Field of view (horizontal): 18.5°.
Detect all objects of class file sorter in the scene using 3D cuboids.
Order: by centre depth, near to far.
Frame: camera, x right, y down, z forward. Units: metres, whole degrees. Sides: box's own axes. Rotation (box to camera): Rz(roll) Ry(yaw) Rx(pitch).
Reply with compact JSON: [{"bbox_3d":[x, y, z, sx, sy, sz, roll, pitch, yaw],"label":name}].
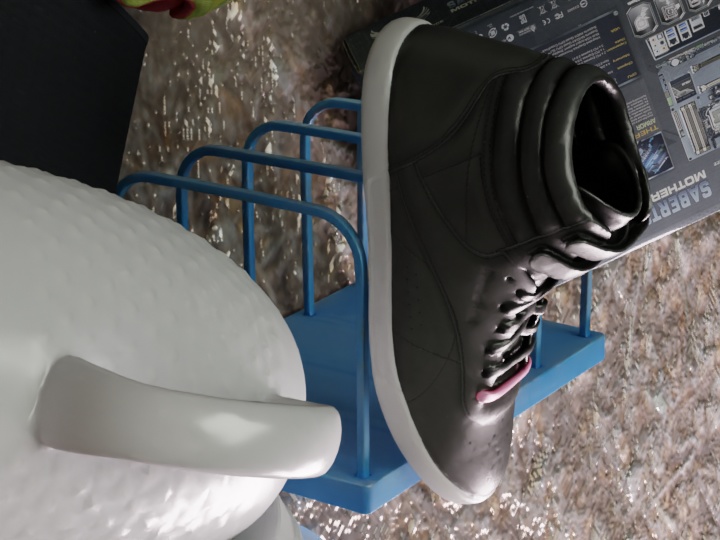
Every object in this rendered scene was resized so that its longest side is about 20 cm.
[{"bbox_3d":[0.000,0.000,0.956,0.199,0.138,0.124,-27,122,-51],"label":"file sorter"}]

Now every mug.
[{"bbox_3d":[-0.094,0.044,0.767,0.174,0.199,0.149,13,87,-43],"label":"mug"}]

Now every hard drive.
[{"bbox_3d":[-0.159,-0.078,0.835,0.200,0.042,0.136,30,65,-50],"label":"hard drive"}]

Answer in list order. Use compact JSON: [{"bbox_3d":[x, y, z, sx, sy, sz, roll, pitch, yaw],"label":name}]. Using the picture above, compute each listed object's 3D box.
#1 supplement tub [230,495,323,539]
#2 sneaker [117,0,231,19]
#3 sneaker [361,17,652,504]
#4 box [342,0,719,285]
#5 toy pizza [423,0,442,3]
[{"bbox_3d":[-0.050,0.192,0.893,0.145,0.144,0.201,-52,129,-41],"label":"supplement tub"},{"bbox_3d":[-0.065,-0.148,0.940,0.078,0.090,0.200,53,13,3],"label":"sneaker"},{"bbox_3d":[0.060,0.006,0.837,0.071,0.098,0.202,-36,126,-50],"label":"sneaker"},{"bbox_3d":[0.110,-0.083,1.096,0.051,0.199,0.159,-111,176,-61],"label":"box"},{"bbox_3d":[0.115,-0.106,1.135,0.201,0.199,0.032,62,2,-32],"label":"toy pizza"}]
